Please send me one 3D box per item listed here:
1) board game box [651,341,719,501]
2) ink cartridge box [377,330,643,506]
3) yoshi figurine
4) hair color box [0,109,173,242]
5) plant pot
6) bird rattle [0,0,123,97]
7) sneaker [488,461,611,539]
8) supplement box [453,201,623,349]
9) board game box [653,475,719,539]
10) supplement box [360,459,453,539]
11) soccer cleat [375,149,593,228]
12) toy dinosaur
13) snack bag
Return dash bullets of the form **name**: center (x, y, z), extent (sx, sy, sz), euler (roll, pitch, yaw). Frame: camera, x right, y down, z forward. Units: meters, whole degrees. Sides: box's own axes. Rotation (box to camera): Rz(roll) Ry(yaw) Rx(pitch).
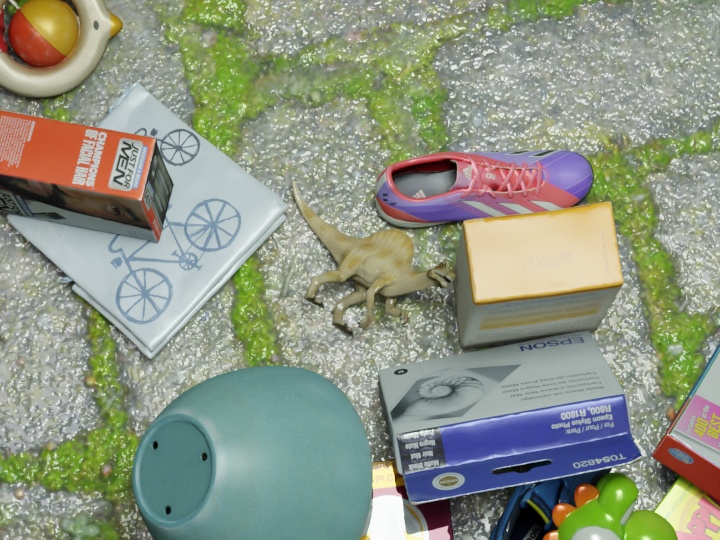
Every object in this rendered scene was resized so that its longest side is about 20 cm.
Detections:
- **board game box**: center (0.369, 0.153, 1.701), extent (0.200, 0.040, 0.153), euler (34, 53, 8)
- **ink cartridge box**: center (0.120, 0.118, 1.673), extent (0.199, 0.200, 0.041), euler (-10, 111, -3)
- **yoshi figurine**: center (0.198, 0.270, 1.647), extent (0.112, 0.112, 0.201), euler (29, 95, 45)
- **hair color box**: center (-0.273, -0.087, 1.754), extent (0.199, 0.111, 0.064), euler (9, 72, 7)
- **plant pot**: center (-0.109, 0.170, 1.635), extent (0.199, 0.135, 0.201), euler (-9, 75, 37)
- **bird rattle**: center (-0.312, -0.232, 1.826), extent (0.163, 0.113, 0.200), euler (44, 81, -5)
- **sneaker**: center (0.171, 0.182, 1.707), extent (0.066, 0.078, 0.201), euler (28, 74, 10)
- **supplement box**: center (0.146, 0.007, 1.694), extent (0.125, 0.200, 0.074), euler (-7, 77, -3)
- **board game box**: center (0.340, 0.253, 1.699), extent (0.200, 0.048, 0.102), euler (38, 78, 11)
- **supplement box**: center (0.028, 0.264, 1.679), extent (0.110, 0.086, 0.201), euler (-7, 74, -1)
- **soccer cleat**: center (0.112, -0.078, 1.785), extent (0.199, 0.073, 0.069), euler (-5, 73, -1)
- **toy dinosaur**: center (0.000, 0.000, 1.777), extent (0.200, 0.058, 0.101), euler (26, 74, 33)
- **snack bag**: center (-0.197, -0.048, 1.807), extent (0.200, 0.021, 0.189), euler (39, 77, 14)
